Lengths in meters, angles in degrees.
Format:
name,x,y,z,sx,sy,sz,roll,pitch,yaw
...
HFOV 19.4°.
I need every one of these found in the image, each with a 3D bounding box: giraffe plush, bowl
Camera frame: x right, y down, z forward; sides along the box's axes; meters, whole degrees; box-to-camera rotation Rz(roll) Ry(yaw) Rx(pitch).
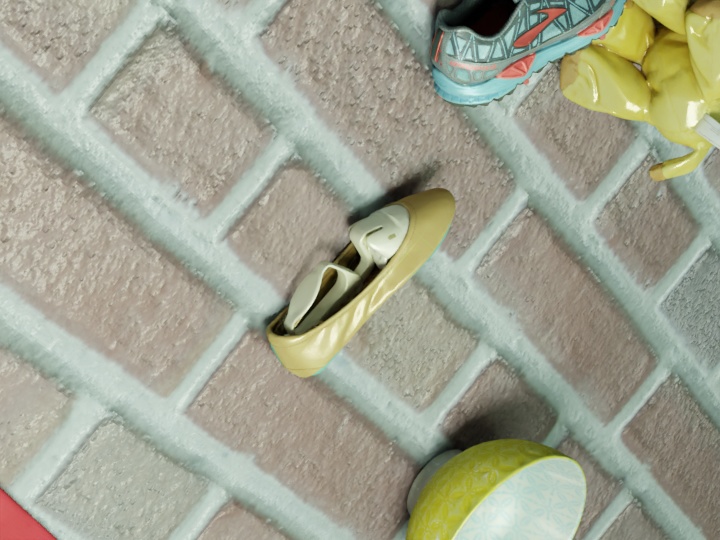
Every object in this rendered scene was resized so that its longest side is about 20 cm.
name,x,y,z,sx,sy,sz,roll,pitch,yaw
giraffe plush,0.289,-0.190,1.825,0.172,0.200,0.162,-39,-178,35
bowl,0.108,0.232,1.999,0.199,0.107,0.201,-28,137,-30

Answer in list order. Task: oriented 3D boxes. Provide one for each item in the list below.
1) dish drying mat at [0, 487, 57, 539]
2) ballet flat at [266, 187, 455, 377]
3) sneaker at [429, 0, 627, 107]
name,x,y,z,sx,sy,sz,roll,pitch,yaw
dish drying mat,-0.288,0.208,1.615,0.077,0.018,0.200,-46,143,-9
ballet flat,0.000,0.000,1.726,0.200,0.069,0.063,-50,130,-6
sneaker,0.139,-0.215,1.689,0.200,0.079,0.096,-38,140,-20
